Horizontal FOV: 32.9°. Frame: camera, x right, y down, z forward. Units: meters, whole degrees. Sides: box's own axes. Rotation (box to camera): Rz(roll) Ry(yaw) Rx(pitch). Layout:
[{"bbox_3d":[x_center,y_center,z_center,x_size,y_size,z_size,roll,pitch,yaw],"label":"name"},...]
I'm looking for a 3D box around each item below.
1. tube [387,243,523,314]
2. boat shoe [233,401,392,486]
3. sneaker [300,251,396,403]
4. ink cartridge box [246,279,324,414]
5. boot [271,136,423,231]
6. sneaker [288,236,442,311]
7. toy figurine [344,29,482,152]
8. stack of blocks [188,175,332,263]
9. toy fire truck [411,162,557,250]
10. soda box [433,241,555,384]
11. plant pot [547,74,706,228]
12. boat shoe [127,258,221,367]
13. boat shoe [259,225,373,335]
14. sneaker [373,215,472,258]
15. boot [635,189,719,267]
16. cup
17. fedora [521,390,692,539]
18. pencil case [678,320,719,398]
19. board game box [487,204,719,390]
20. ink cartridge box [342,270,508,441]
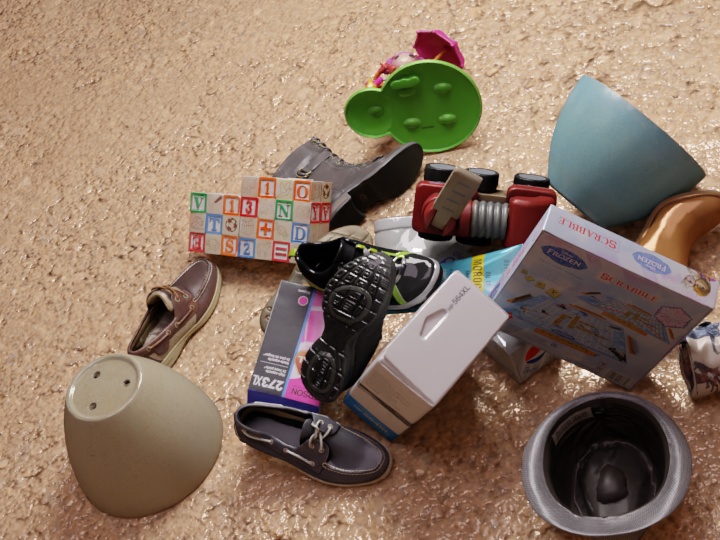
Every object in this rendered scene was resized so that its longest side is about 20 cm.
[{"bbox_3d":[0.110,0.019,1.494,0.200,0.050,0.078,-9,77,31],"label":"tube"},{"bbox_3d":[-0.061,0.204,1.449,0.200,0.063,0.073,15,71,16],"label":"boat shoe"},{"bbox_3d":[-0.005,0.062,1.464,0.076,0.200,0.091,36,26,22],"label":"sneaker"},{"bbox_3d":[-0.081,0.115,1.534,0.095,0.037,0.200,13,70,8],"label":"ink cartridge box"},{"bbox_3d":[-0.027,-0.151,1.777,0.200,0.069,0.174,-38,47,-10],"label":"boot"},{"bbox_3d":[0.000,0.000,1.488,0.200,0.083,0.072,3,66,29],"label":"sneaker"},{"bbox_3d":[0.083,-0.284,1.817,0.200,0.150,0.184,-6,36,11],"label":"toy figurine"},{"bbox_3d":[-0.143,-0.075,1.719,0.200,0.059,0.115,6,95,27],"label":"stack of blocks"},{"bbox_3d":[0.151,-0.076,1.476,0.176,0.129,0.200,8,16,3],"label":"toy fire truck"},{"bbox_3d":[0.158,0.050,1.522,0.068,0.063,0.200,-35,46,-10],"label":"soda box"},{"bbox_3d":[0.316,-0.134,1.554,0.135,0.200,0.200,-50,46,7],"label":"plant pot"},{"bbox_3d":[-0.260,0.053,1.684,0.072,0.072,0.200,13,56,31],"label":"boat shoe"},{"bbox_3d":[-0.059,0.022,1.628,0.072,0.068,0.200,36,72,15],"label":"boat shoe"},{"bbox_3d":[0.120,-0.033,1.627,0.200,0.073,0.085,-6,81,8],"label":"sneaker"},{"bbox_3d":[0.376,-0.004,1.471,0.200,0.077,0.155,-22,44,5],"label":"boot"},{"bbox_3d":[-0.292,0.186,1.528,0.200,0.143,0.200,-12,47,13],"label":"cup"},{"bbox_3d":[0.265,0.226,1.301,0.177,0.090,0.200,-13,40,9],"label":"fedora"},{"bbox_3d":[0.454,0.078,1.365,0.200,0.078,0.090,-15,66,9],"label":"pencil case"},{"bbox_3d":[0.257,0.035,1.348,0.200,0.200,0.041,25,55,-2],"label":"board game box"},{"bbox_3d":[0.071,0.103,1.410,0.084,0.200,0.146,41,69,2],"label":"ink cartridge box"}]
